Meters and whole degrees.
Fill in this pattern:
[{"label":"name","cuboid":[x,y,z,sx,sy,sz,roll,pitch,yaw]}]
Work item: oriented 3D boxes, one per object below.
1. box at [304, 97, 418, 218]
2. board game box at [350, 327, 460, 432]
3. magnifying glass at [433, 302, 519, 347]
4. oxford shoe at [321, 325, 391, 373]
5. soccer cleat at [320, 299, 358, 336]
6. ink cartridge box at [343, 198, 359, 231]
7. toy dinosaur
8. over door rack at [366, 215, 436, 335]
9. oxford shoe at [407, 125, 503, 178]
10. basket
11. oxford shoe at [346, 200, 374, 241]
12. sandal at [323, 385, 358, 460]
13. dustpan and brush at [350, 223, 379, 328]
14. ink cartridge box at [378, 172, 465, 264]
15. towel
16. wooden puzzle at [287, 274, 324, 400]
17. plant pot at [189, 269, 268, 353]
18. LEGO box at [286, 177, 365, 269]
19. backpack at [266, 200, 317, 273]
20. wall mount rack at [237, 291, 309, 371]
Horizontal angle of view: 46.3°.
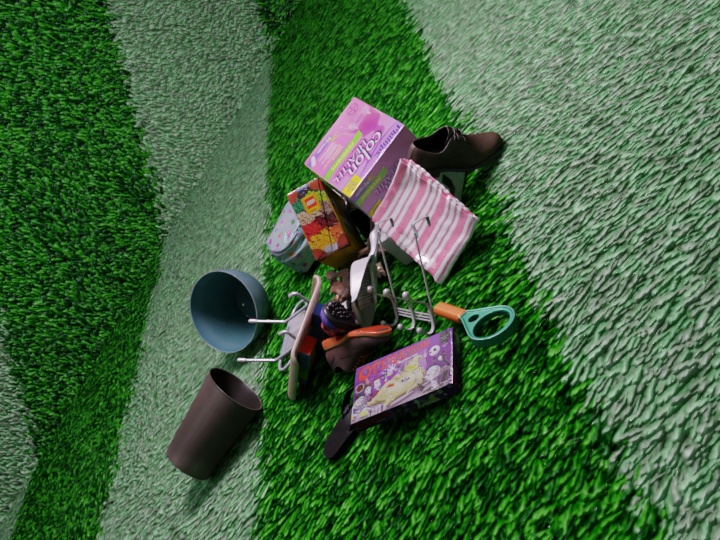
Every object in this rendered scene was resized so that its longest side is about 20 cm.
[{"label":"box","cuboid":[0.010,-0.227,1.700,0.177,0.096,0.200,-52,42,2]},{"label":"board game box","cuboid":[0.073,0.178,1.370,0.198,0.032,0.121,-27,31,26]},{"label":"magnifying glass","cuboid":[0.176,0.077,1.330,0.079,0.023,0.199,-41,21,-16]},{"label":"oxford shoe","cuboid":[0.001,0.146,1.555,0.199,0.070,0.074,-24,77,57]},{"label":"soccer cleat","cuboid":[-0.047,0.100,1.605,0.073,0.069,0.200,-39,-7,9]},{"label":"ink cartridge box","cuboid":[0.017,-0.183,1.920,0.199,0.082,0.148,-31,34,42]},{"label":"toy dinosaur","cuboid":[0.000,0.000,1.728,0.200,0.086,0.136,-43,-1,-2]},{"label":"over door rack","cuboid":[0.067,0.008,1.488,0.147,0.066,0.204,7,103,63]},{"label":"oxford shoe","cuboid":[0.182,-0.232,1.582,0.197,0.085,0.073,-16,50,-15]},{"label":"basket","cuboid":[-0.323,0.339,1.830,0.202,0.135,0.180,-57,20,3]},{"label":"oxford shoe","cuboid":[-0.002,-0.149,1.788,0.202,0.073,0.071,58,133,20]},{"label":"sandal","cuboid":[-0.010,0.240,1.469,0.201,0.045,0.075,-54,24,2]},{"label":"dustpan and brush","cuboid":[0.016,0.001,1.614,0.056,0.140,0.203,-8,62,8]},{"label":"ink cartridge box","cuboid":[0.123,-0.131,1.654,0.146,0.083,0.202,-31,33,41]},{"label":"towel","cuboid":[0.112,-0.089,1.519,0.200,0.030,0.148,45,123,30]},{"label":"wooden puzzle","cuboid":[-0.102,0.140,1.697,0.186,0.045,0.203,101,-177,-58]},{"label":"plant pot","cuboid":[-0.304,0.086,2.081,0.200,0.201,0.134,-41,-7,28]},{"label":"LEGO box","cuboid":[-0.064,-0.091,1.750,0.076,0.151,0.200,-27,-11,9]},{"label":"backpack","cuboid":[-0.135,-0.100,2.045,0.202,0.126,0.166,-60,28,-4]},{"label":"wall mount rack","cuboid":[-0.190,0.140,1.901,0.173,0.074,0.202,-36,30,37]}]
